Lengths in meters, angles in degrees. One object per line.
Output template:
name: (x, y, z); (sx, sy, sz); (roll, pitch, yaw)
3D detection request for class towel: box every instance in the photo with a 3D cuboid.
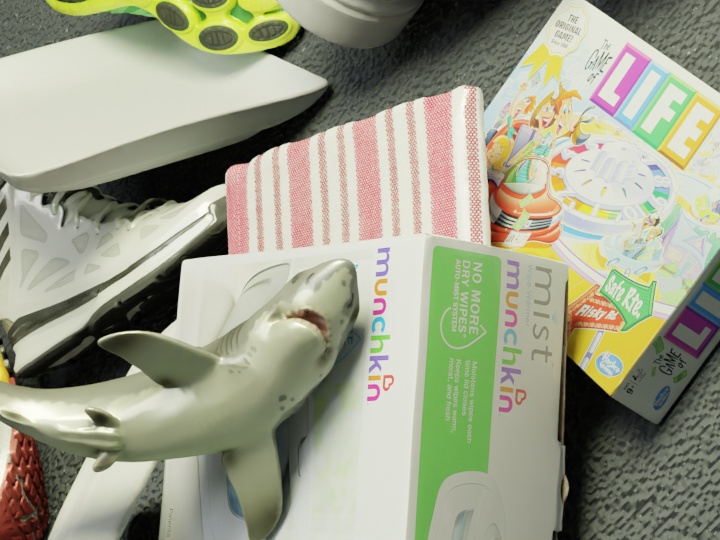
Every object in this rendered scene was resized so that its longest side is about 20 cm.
towel: (0.000, 0.000, 1.213); (0.199, 0.030, 0.147); (-15, 73, 48)

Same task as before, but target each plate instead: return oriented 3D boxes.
plate: (-0.147, -0.093, 1.414); (0.199, 0.199, 0.033); (30, 132, 54)
plate: (-0.135, 0.134, 1.206); (0.200, 0.032, 0.201); (116, 178, -46)

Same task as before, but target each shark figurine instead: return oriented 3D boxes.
shark figurine: (-0.101, 0.046, 1.081); (0.213, 0.129, 0.090); (-1, 26, 8)

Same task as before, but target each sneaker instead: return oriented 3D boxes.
sneaker: (-0.107, -0.181, 1.476); (0.199, 0.083, 0.075); (17, 116, 36)
sneaker: (-0.231, 0.098, 1.411); (0.082, 0.078, 0.200); (-18, 33, -10)
sneaker: (-0.150, -0.027, 1.384); (0.200, 0.075, 0.116); (-31, 80, 36)

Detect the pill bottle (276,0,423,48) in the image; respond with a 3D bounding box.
pill bottle: (0.030, -0.214, 1.275); (0.200, 0.119, 0.120); (-52, 31, 44)

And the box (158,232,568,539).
box: (0.000, 0.094, 1.101); (0.176, 0.096, 0.202); (-5, 78, 50)

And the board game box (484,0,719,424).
board game box: (0.117, -0.035, 1.136); (0.135, 0.034, 0.200); (-55, 35, 7)
